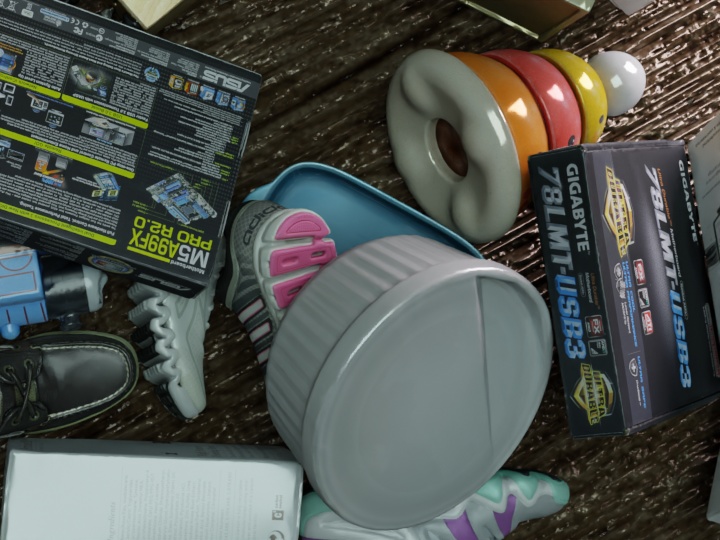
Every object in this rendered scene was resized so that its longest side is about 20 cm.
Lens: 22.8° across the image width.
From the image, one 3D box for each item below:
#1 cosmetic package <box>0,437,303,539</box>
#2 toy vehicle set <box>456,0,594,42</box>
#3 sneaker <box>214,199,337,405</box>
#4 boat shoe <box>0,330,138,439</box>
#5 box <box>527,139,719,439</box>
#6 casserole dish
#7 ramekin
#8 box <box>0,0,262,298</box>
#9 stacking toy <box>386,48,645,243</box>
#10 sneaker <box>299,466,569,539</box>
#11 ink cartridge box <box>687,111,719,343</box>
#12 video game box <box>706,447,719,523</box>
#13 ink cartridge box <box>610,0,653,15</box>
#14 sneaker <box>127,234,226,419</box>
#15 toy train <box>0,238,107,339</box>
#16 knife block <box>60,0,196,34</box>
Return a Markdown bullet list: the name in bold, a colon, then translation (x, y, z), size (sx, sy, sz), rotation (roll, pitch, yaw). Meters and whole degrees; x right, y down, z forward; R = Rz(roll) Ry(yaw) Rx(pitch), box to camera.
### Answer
- **cosmetic package**: translation (-0.147, 0.157, 1.240), size (0.200, 0.102, 0.074), rotation (5, 89, -12)
- **toy vehicle set**: translation (0.066, -0.230, 1.288), size (0.200, 0.124, 0.027), rotation (25, 83, -9)
- **sneaker**: translation (-0.054, 0.031, 1.248), size (0.074, 0.087, 0.200), rotation (-29, 129, -25)
- **boat shoe**: translation (-0.252, 0.088, 1.239), size (0.200, 0.065, 0.073), rotation (-12, 98, -9)
- **box**: translation (0.195, 0.008, 1.276), size (0.050, 0.198, 0.200), rotation (-9, 89, 33)
- **casserole dish**: translation (0.000, 0.000, 1.295), size (0.200, 0.039, 0.121), rotation (29, 100, -7)
- **ramekin**: translation (0.027, 0.068, 1.206), size (0.202, 0.094, 0.203), rotation (-21, 128, -29)
- **box**: translation (-0.180, -0.087, 1.196), size (0.200, 0.044, 0.160), rotation (18, 72, -17)
- **stacking toy**: translation (0.132, -0.119, 1.308), size (0.200, 0.146, 0.146), rotation (-25, 92, -26)
- **sneaker**: translation (0.057, 0.217, 1.294), size (0.200, 0.078, 0.140), rotation (-5, 90, -2)
- **ink cartridge box**: translation (0.336, -0.018, 1.313), size (0.146, 0.084, 0.200), rotation (2, 66, -18)
- **video game box**: translation (0.367, 0.120, 1.342), size (0.182, 0.047, 0.200), rotation (19, 66, -7)
- **ink cartridge box**: translation (0.205, -0.281, 1.280), size (0.084, 0.200, 0.145), rotation (-44, 96, -12)
- **sneaker**: translation (-0.128, 0.005, 1.270), size (0.081, 0.075, 0.200), rotation (-10, 90, -21)
- **toy train**: translation (-0.266, -0.005, 1.228), size (0.200, 0.087, 0.114), rotation (-9, 82, -10)
- **knife block**: translation (-0.147, -0.202, 1.278), size (0.200, 0.064, 0.176), rotation (4, 87, -11)
